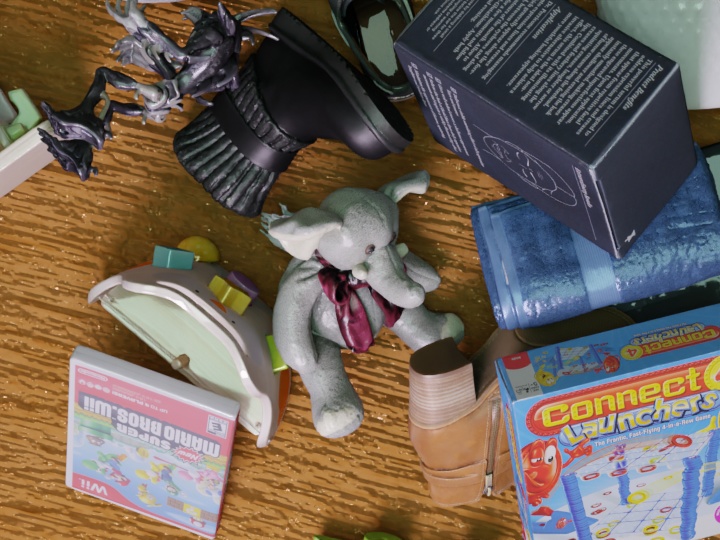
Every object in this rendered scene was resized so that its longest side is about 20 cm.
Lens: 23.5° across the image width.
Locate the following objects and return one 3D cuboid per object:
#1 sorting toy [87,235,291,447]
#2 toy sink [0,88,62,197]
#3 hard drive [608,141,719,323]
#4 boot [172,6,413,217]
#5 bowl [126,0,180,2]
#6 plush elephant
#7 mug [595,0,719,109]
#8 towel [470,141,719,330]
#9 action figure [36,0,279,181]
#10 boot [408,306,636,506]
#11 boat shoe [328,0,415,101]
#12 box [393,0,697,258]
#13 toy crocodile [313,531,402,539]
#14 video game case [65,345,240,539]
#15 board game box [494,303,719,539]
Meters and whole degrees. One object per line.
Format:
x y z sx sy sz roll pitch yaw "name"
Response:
-0.126 0.047 1.409 0.200 0.180 0.107 40 90 1 "sorting toy"
-0.345 -0.108 1.447 0.199 0.130 0.112 -33 92 10 "toy sink"
0.259 -0.020 1.436 0.199 0.033 0.141 -17 94 9 "hard drive"
-0.057 -0.105 1.399 0.158 0.211 0.079 -50 129 6 "boot"
-0.158 -0.282 1.404 0.199 0.091 0.202 -7 51 8 "bowl"
0.000 0.000 1.396 0.164 0.155 0.201 -29 77 -28 "plush elephant"
0.280 -0.223 1.365 0.198 0.147 0.177 -8 106 -23 "mug"
0.194 -0.026 1.383 0.198 0.049 0.112 -15 68 7 "towel"
-0.163 -0.163 1.356 0.200 0.119 0.102 -37 74 -19 "action figure"
0.135 0.112 1.434 0.198 0.074 0.156 -12 126 -4 "boot"
0.003 -0.236 1.424 0.071 0.068 0.201 -21 93 10 "boat shoe"
0.144 -0.128 1.331 0.200 0.149 0.107 36 78 28 "box"
0.052 0.265 1.486 0.198 0.062 0.068 9 98 10 "toy crocodile"
-0.177 0.147 1.448 0.142 0.018 0.201 19 142 4 "video game case"
0.220 0.138 1.387 0.198 0.056 0.197 -14 126 -2 "board game box"
